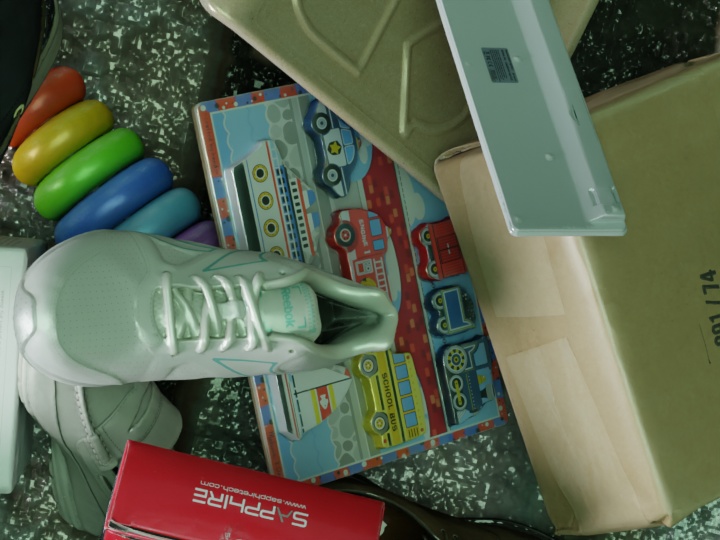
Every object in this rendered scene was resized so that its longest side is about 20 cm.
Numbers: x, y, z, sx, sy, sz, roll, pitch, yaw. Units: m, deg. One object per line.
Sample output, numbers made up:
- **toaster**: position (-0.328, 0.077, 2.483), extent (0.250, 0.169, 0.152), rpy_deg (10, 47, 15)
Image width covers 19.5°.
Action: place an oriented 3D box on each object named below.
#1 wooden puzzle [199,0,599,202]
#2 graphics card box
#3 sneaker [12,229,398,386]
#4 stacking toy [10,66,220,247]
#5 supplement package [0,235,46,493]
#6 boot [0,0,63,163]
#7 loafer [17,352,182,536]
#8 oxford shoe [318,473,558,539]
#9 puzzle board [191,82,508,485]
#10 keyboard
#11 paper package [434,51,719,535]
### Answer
- **wooden puzzle**: position (0.026, -0.155, 1.054), extent (0.200, 0.046, 0.186), rpy_deg (35, 74, -31)
- **graphics card box**: position (-0.069, 0.150, 1.030), extent (0.125, 0.200, 0.051), rpy_deg (14, 62, -5)
- **sneaker**: position (-0.066, 0.016, 0.957), extent (0.200, 0.080, 0.071), rpy_deg (0, 88, -44)
- **stacking toy**: position (-0.142, -0.053, 1.070), extent (0.085, 0.085, 0.200), rpy_deg (-37, 92, -1)
- **supplement package**: position (-0.263, 0.038, 1.043), extent (0.199, 0.120, 0.122), rpy_deg (5, 93, -5)
- **boot**: position (-0.193, -0.087, 0.939), extent (0.073, 0.154, 0.204), rpy_deg (19, 63, 4)
- **loafer**: position (-0.121, 0.067, 1.031), extent (0.070, 0.200, 0.070), rpy_deg (11, 56, 12)
- **oxford shoe**: position (0.045, 0.161, 1.095), extent (0.199, 0.084, 0.073), rpy_deg (18, 91, -7)
- **puzzle board**: position (0.000, 0.000, 1.077), extent (0.150, 0.017, 0.201), rpy_deg (-15, 95, -35)
- **keyboard**: position (0.071, -0.094, 0.973), extent (0.056, 0.011, 0.200), rpy_deg (-4, 52, -14)
- **paper package**: position (0.159, 0.004, 1.052), extent (0.190, 0.103, 0.201), rpy_deg (-22, 96, -31)
